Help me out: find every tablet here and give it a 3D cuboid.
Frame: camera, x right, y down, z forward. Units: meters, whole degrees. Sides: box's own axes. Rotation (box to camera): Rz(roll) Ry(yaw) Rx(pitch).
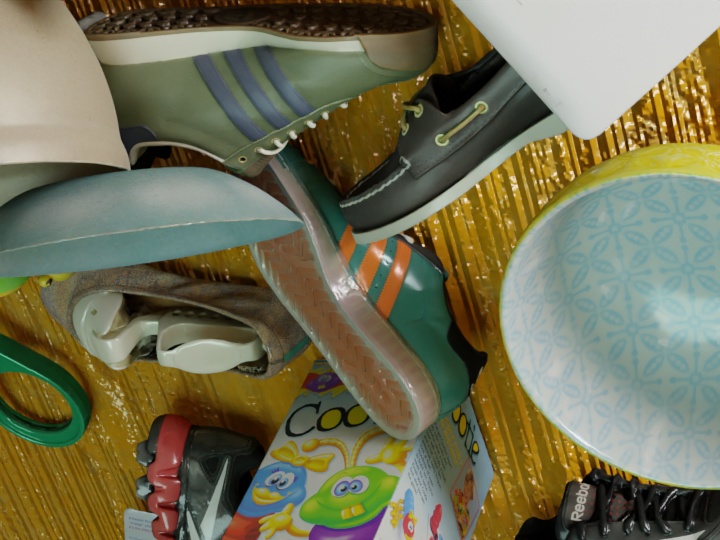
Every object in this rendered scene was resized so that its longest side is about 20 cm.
[{"bbox_3d":[0.093,-0.178,0.831,0.130,0.014,0.200,-42,99,12],"label":"tablet"}]

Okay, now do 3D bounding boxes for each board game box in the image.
[{"bbox_3d":[-0.002,0.153,1.024,0.102,0.200,0.106,-4,123,25],"label":"board game box"}]

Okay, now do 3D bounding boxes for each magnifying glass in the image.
[{"bbox_3d":[-0.264,0.052,1.161,0.079,0.022,0.200,-22,123,37],"label":"magnifying glass"}]

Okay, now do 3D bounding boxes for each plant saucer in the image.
[{"bbox_3d":[-0.131,-0.028,0.926,0.199,0.201,0.039,-10,87,28],"label":"plant saucer"}]

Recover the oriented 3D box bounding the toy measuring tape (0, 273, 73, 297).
[{"bbox_3d":[-0.279,-0.027,1.095,0.198,0.074,0.074,18,129,9],"label":"toy measuring tape"}]

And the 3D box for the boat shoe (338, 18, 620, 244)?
[{"bbox_3d":[0.060,-0.085,0.917,0.201,0.072,0.061,-33,107,28],"label":"boat shoe"}]

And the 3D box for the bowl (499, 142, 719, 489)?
[{"bbox_3d":[0.181,0.007,0.905,0.198,0.108,0.202,11,127,14],"label":"bowl"}]

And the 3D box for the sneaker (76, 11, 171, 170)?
[{"bbox_3d":[-0.201,-0.065,1.030,0.199,0.077,0.112,-27,101,28],"label":"sneaker"}]

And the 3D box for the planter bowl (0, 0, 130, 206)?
[{"bbox_3d":[-0.230,-0.104,0.889,0.199,0.200,0.136,-11,87,28],"label":"planter bowl"}]

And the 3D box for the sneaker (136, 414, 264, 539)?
[{"bbox_3d":[-0.098,0.199,1.140,0.097,0.071,0.203,0,95,5],"label":"sneaker"}]

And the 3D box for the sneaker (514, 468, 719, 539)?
[{"bbox_3d":[0.176,0.165,1.043,0.200,0.071,0.098,-27,113,36],"label":"sneaker"}]

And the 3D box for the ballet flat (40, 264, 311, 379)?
[{"bbox_3d":[-0.129,0.035,1.079,0.198,0.067,0.069,2,124,21],"label":"ballet flat"}]

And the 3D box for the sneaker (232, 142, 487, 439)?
[{"bbox_3d":[0.000,0.000,1.008,0.201,0.080,0.071,57,145,2],"label":"sneaker"}]

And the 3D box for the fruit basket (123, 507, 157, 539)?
[{"bbox_3d":[-0.085,0.273,1.235,0.184,0.094,0.202,9,111,16],"label":"fruit basket"}]

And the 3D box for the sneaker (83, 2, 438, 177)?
[{"bbox_3d":[-0.052,-0.098,0.938,0.198,0.067,0.091,1,115,11],"label":"sneaker"}]
